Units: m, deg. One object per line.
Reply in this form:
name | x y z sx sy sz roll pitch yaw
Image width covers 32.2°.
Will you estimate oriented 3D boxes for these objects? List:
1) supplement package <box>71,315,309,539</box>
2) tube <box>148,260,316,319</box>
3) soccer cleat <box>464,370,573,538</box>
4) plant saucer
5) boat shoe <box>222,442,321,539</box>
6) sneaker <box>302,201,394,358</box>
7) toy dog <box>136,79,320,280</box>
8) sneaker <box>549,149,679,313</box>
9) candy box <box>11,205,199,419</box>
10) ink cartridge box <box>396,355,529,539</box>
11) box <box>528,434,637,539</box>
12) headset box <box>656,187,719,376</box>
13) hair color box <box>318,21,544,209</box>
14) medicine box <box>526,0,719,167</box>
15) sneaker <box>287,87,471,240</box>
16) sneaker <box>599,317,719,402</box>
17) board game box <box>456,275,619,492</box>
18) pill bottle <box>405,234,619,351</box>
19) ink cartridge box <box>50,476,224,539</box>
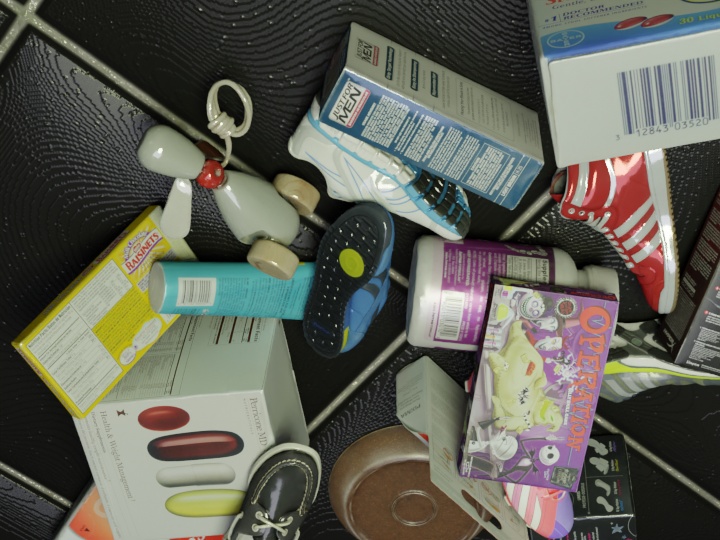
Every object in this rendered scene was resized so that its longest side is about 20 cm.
supplement package | -0.172 0.163 1.313 0.199 0.147 0.192 -6 122 8
tube | -0.110 0.019 1.253 0.199 0.051 0.078 3 131 -28
soccer cleat | 0.172 0.179 1.250 0.076 0.067 0.201 -18 98 50
plant saucer | 0.061 0.264 1.436 0.199 0.035 0.201 2 123 3
boat shoe | -0.095 0.254 1.243 0.074 0.060 0.200 24 123 -13
sneaker | 0.000 0.000 1.239 0.066 0.078 0.201 39 136 20
toy dog | -0.131 -0.074 1.194 0.096 0.132 0.200 -5 128 53
sneaker | 0.244 -0.042 1.207 0.112 0.071 0.201 -11 114 5
candy box | -0.239 0.039 1.223 0.026 0.200 0.102 2 133 50
ink cartridge box | 0.105 0.202 1.293 0.057 0.200 0.162 -36 115 26
box | 0.248 0.301 1.392 0.114 0.132 0.201 -5 123 9
headset box | 0.399 0.009 1.212 0.148 0.077 0.201 16 107 -8
hair color box | 0.065 -0.140 1.135 0.199 0.100 0.061 24 122 -12
medicine box | 0.236 -0.190 1.035 0.181 0.200 0.103 -10 124 9
sneaker | 0.017 -0.088 1.198 0.200 0.075 0.087 37 128 -14
sneaker | 0.293 0.097 1.306 0.199 0.074 0.081 4 139 2
board game box | 0.166 0.110 1.188 0.119 0.032 0.201 6 109 -6
pill bottle | 0.148 0.028 1.233 0.199 0.113 0.113 6 123 -2
ink cartridge box | -0.252 0.324 1.479 0.199 0.050 0.162 30 120 -12
